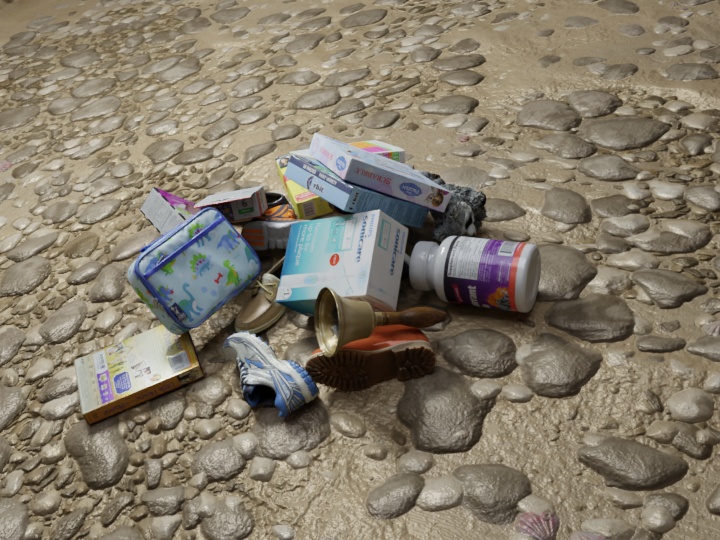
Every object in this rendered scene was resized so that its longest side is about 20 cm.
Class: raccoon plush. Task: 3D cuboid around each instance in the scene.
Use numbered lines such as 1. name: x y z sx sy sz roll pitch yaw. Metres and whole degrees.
1. raccoon plush: 0.132 -0.111 1.492 0.200 0.097 0.134 24 21 31

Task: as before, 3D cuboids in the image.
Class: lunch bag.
1. lunch bag: -0.284 -0.001 1.418 0.200 0.161 0.082 -40 6 -33

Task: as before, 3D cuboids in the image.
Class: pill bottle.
1. pill bottle: 0.187 0.002 1.364 0.199 0.112 0.112 7 43 25

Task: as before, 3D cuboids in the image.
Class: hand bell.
1. hand bell: 0.041 0.074 1.259 0.199 0.104 0.104 -1 33 -23

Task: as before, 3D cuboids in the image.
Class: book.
1. book: -0.027 -0.230 1.682 0.199 0.048 0.134 -9 15 -26

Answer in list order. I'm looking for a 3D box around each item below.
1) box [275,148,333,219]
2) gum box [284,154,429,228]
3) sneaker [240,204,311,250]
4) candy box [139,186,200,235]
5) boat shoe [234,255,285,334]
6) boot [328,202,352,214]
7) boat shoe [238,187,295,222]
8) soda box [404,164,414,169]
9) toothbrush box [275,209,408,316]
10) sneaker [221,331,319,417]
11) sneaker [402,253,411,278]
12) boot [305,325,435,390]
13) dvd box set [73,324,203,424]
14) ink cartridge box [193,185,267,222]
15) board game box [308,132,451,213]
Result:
1. box: -0.120 -0.180 1.727 0.075 0.050 0.200 -17 39 -7
2. gum box: -0.005 -0.136 1.442 0.200 0.045 0.170 10 18 -47
3. sneaker: -0.122 -0.085 1.592 0.199 0.078 0.112 8 29 7
4. candy box: -0.320 -0.078 1.590 0.200 0.136 0.061 40 103 45
5. boat shoe: -0.156 0.032 1.464 0.074 0.067 0.200 14 46 30
6. boot: -0.036 -0.156 1.638 0.097 0.075 0.200 8 21 26
7. boat shoe: -0.229 -0.137 1.694 0.199 0.065 0.072 8 43 25
8. soda box: 0.049 -0.123 1.593 0.063 0.069 0.200 7 43 23
9. toothbrush box: -0.031 -0.007 1.370 0.200 0.085 0.147 -4 67 39
10. sneaker: -0.161 0.163 1.299 0.200 0.077 0.085 24 55 38
11. sneaker: 0.000 0.000 1.461 0.200 0.075 0.085 8 49 34
12. boot: 0.010 0.124 1.304 0.199 0.075 0.107 -7 35 -5
13. dvd box set: -0.374 0.164 1.393 0.200 0.029 0.146 -23 39 -11
14. ink cartridge box: -0.238 -0.117 1.541 0.109 0.051 0.200 -10 11 1
15. board game box: 0.030 -0.172 1.452 0.199 0.041 0.200 16 14 -26
